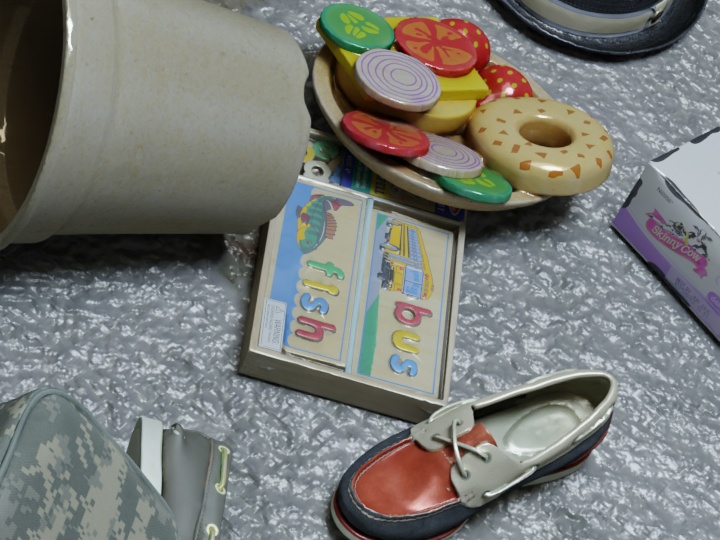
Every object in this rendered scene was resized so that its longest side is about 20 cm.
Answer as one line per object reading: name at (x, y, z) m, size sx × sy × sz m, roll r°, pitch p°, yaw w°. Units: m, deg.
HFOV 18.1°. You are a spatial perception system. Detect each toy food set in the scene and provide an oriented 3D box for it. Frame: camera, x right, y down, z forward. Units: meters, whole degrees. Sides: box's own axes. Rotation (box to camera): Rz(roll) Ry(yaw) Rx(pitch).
toy food set at (0.060, -0.110, 1.520) m, size 0.197 × 0.049 × 0.200 m, roll -4°, pitch 45°, yaw -33°

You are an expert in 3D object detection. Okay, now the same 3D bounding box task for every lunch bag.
lunch bag at (-0.210, 0.174, 1.134) m, size 0.139 × 0.167 × 0.200 m, roll 50°, pitch 38°, yaw -30°

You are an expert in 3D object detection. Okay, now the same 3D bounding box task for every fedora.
fedora at (0.184, -0.254, 1.678) m, size 0.200 × 0.092 × 0.201 m, roll 12°, pitch 49°, yaw -14°

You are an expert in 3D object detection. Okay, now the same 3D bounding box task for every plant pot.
plant pot at (-0.138, -0.100, 1.373) m, size 0.183 × 0.201 × 0.201 m, roll 7°, pitch 50°, yaw -31°

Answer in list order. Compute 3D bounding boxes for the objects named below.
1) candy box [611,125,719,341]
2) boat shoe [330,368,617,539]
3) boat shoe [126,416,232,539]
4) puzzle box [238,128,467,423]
candy box at (0.302, -0.029, 1.562) m, size 0.200 × 0.072 × 0.168 m, roll -26°, pitch 66°, yaw -36°
boat shoe at (0.071, 0.110, 1.361) m, size 0.199 × 0.063 × 0.071 m, roll -17°, pitch 63°, yaw -31°
boat shoe at (-0.101, 0.172, 1.233) m, size 0.060 × 0.072 × 0.202 m, roll 12°, pitch 50°, yaw -16°
puzzle box at (0.000, 0.000, 1.444) m, size 0.133 × 0.025 × 0.200 m, roll 16°, pitch 49°, yaw -11°
